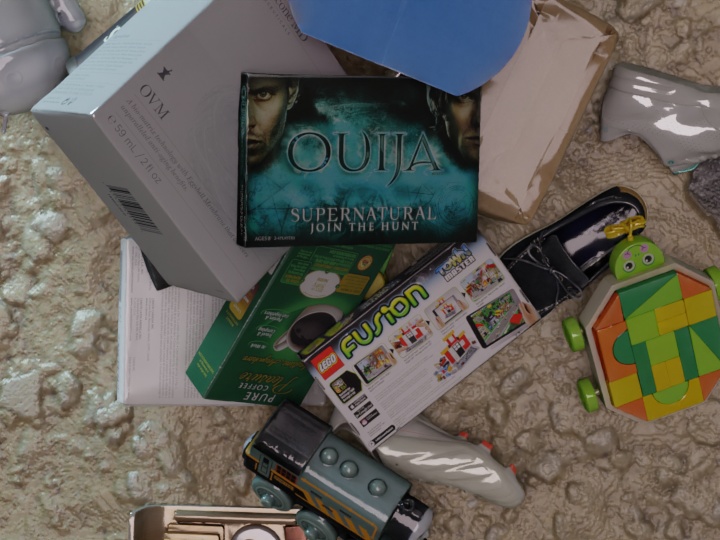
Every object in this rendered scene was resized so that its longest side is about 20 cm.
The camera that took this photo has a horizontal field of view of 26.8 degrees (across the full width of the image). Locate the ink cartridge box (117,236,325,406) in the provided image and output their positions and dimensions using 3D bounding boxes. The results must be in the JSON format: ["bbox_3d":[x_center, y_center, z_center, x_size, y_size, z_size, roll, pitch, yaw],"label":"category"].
[{"bbox_3d":[-0.132,0.049,1.455,0.199,0.050,0.162,1,95,-16],"label":"ink cartridge box"}]

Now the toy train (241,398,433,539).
[{"bbox_3d":[-0.022,0.201,1.393,0.200,0.114,0.085,33,61,10],"label":"toy train"}]

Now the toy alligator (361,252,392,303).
[{"bbox_3d":[0.000,0.000,1.427,0.054,0.059,0.201,14,95,2],"label":"toy alligator"}]

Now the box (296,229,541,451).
[{"bbox_3d":[0.054,0.059,1.373,0.200,0.035,0.110,-37,103,-4],"label":"box"}]

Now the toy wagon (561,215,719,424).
[{"bbox_3d":[0.266,0.046,1.396,0.155,0.040,0.201,-20,117,-3],"label":"toy wagon"}]

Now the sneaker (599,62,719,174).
[{"bbox_3d":[0.320,-0.126,1.404,0.199,0.075,0.089,18,108,7],"label":"sneaker"}]

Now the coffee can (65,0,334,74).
[{"bbox_3d":[-0.145,-0.196,1.376,0.200,0.146,0.147,-39,92,5],"label":"coffee can"}]

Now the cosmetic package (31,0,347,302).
[{"bbox_3d":[-0.117,-0.118,1.229,0.200,0.123,0.200,-48,121,-21],"label":"cosmetic package"}]

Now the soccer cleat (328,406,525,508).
[{"bbox_3d":[0.061,0.177,1.430,0.200,0.069,0.078,33,69,6],"label":"soccer cleat"}]

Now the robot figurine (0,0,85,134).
[{"bbox_3d":[-0.342,-0.229,1.399,0.169,0.113,0.201,-25,93,-20],"label":"robot figurine"}]

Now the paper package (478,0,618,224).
[{"bbox_3d":[0.136,-0.140,1.338,0.103,0.200,0.191,25,95,0],"label":"paper package"}]

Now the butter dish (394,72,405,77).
[{"bbox_3d":[0.054,-0.268,1.327,0.148,0.200,0.200,43,101,-1],"label":"butter dish"}]

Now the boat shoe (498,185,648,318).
[{"bbox_3d":[0.185,-0.007,1.417,0.200,0.062,0.075,-37,94,6],"label":"boat shoe"}]

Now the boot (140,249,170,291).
[{"bbox_3d":[-0.110,-0.074,1.357,0.199,0.165,0.066,-22,62,-10],"label":"boot"}]

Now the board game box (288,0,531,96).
[{"bbox_3d":[0.037,-0.226,1.205,0.199,0.039,0.159,21,73,-6],"label":"board game box"}]

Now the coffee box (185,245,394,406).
[{"bbox_3d":[-0.063,0.032,1.364,0.044,0.123,0.200,46,116,39],"label":"coffee box"}]

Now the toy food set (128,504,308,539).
[{"bbox_3d":[-0.126,0.304,1.457,0.199,0.060,0.144,2,95,2],"label":"toy food set"}]

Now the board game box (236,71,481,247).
[{"bbox_3d":[0.000,-0.088,1.197,0.199,0.028,0.136,-2,99,-21],"label":"board game box"}]
